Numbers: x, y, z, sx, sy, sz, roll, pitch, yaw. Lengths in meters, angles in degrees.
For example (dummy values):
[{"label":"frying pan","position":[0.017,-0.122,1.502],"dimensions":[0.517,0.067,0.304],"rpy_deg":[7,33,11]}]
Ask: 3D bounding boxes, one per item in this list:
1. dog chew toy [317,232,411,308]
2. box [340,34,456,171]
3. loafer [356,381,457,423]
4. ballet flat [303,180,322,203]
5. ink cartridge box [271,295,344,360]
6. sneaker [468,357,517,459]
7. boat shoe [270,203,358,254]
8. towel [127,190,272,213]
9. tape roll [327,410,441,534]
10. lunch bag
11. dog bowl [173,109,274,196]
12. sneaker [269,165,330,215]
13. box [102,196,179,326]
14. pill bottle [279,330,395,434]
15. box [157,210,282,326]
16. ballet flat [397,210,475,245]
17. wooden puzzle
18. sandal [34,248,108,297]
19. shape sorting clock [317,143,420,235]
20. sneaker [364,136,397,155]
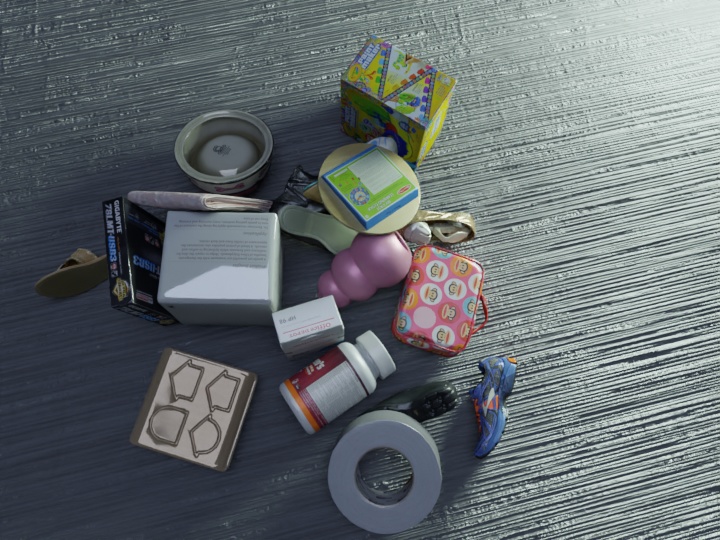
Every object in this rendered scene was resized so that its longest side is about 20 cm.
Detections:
[{"label":"dog chew toy","position":[0.000,0.000,1.179],"dimensions":[0.200,0.124,0.125],"rpy_deg":[-36,77,14]},{"label":"box","position":[0.070,-0.334,1.240],"dimensions":[0.192,0.200,0.122],"rpy_deg":[32,75,8]},{"label":"loafer","position":[0.088,0.261,1.140],"dimensions":[0.200,0.070,0.068],"rpy_deg":[-22,94,9]},{"label":"ballet flat","position":[-0.035,-0.162,1.213],"dimensions":[0.200,0.069,0.063],"rpy_deg":[-30,92,-50]},{"label":"ink cartridge box","position":[-0.093,0.104,1.108],"dimensions":[0.115,0.200,0.067],"rpy_deg":[-17,75,-7]},{"label":"sneaker","position":[0.239,0.256,1.148],"dimensions":[0.078,0.075,0.201],"rpy_deg":[13,66,11]},{"label":"boat shoe","position":[-0.083,-0.081,1.204],"dimensions":[0.201,0.060,0.072],"rpy_deg":[22,84,-34]},{"label":"towel","position":[-0.299,-0.126,1.145],"dimensions":[0.199,0.191,0.032],"rpy_deg":[5,94,31]},{"label":"tape roll","position":[0.043,0.356,1.078],"dimensions":[0.199,0.066,0.201],"rpy_deg":[0,92,5]},{"label":"lunch bag","position":[0.165,0.063,1.189],"dimensions":[0.176,0.082,0.201],"rpy_deg":[18,74,3]},{"label":"dog bowl","position":[-0.274,-0.234,1.247],"dimensions":[0.199,0.074,0.201],"rpy_deg":[1,59,-1]},{"label":"sneaker","position":[-0.152,-0.143,1.245],"dimensions":[0.199,0.076,0.115],"rpy_deg":[-20,73,-10]},{"label":"box","position":[-0.401,-0.010,1.132],"dimensions":[0.049,0.200,0.199],"rpy_deg":[-14,73,6]},{"label":"pill bottle","position":[-0.041,0.204,1.128],"dimensions":[0.200,0.110,0.110],"rpy_deg":[-33,77,-11]},{"label":"box","position":[-0.249,0.004,1.134],"dimensions":[0.198,0.200,0.172],"rpy_deg":[1,72,-2]},{"label":"ballet flat","position":[0.144,-0.083,1.216],"dimensions":[0.199,0.071,0.065],"rpy_deg":[-6,42,-16]},{"label":"wooden puzzle","position":[-0.309,0.259,1.140],"dimensions":[0.199,0.046,0.186],"rpy_deg":[15,73,7]},{"label":"sandal","position":[-0.538,-0.016,1.208],"dimensions":[0.211,0.078,0.070],"rpy_deg":[-22,56,-14]},{"label":"shape sorting clock","position":[0.017,-0.155,1.148],"dimensions":[0.199,0.039,0.201],"rpy_deg":[6,61,-10]},{"label":"sneaker","position":[0.048,-0.171,1.245],"dimensions":[0.072,0.072,0.201],"rpy_deg":[-2,101,27]}]
